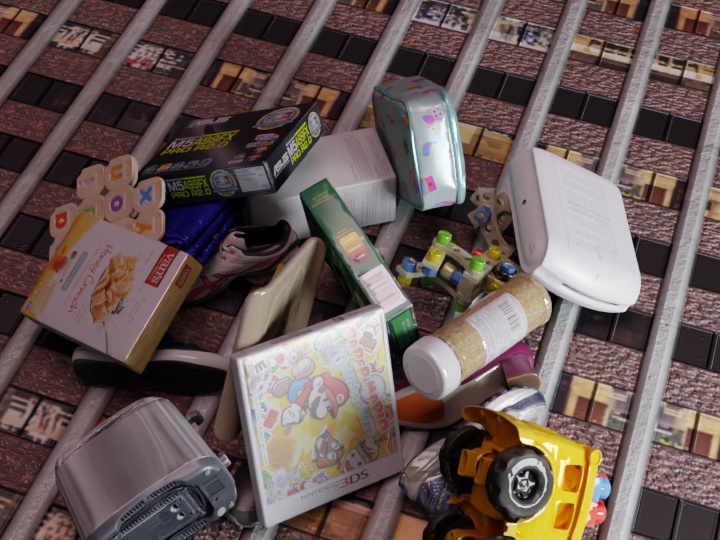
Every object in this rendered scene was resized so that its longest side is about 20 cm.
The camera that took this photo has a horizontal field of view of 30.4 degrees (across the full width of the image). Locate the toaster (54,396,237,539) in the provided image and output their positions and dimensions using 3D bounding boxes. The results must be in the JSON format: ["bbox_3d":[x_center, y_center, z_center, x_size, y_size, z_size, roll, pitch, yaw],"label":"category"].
[{"bbox_3d":[-0.239,0.232,1.415,0.199,0.114,0.129,-35,52,-7],"label":"toaster"}]

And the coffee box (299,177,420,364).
[{"bbox_3d":[0.000,0.000,1.540,0.044,0.123,0.201,-30,62,-8],"label":"coffee box"}]

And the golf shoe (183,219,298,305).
[{"bbox_3d":[-0.174,-0.019,1.651,0.197,0.093,0.073,-15,53,-12],"label":"golf shoe"}]

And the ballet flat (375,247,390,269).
[{"bbox_3d":[0.019,0.014,1.642,0.071,0.073,0.202,-15,51,-14],"label":"ballet flat"}]

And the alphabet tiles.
[{"bbox_3d":[-0.310,-0.037,1.626,0.193,0.015,0.203,-14,71,32],"label":"alphabet tiles"}]

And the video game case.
[{"bbox_3d":[-0.042,0.156,1.430,0.180,0.203,0.023,-18,23,-26],"label":"video game case"}]

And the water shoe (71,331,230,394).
[{"bbox_3d":[-0.241,0.092,1.565,0.197,0.072,0.080,5,51,3],"label":"water shoe"}]

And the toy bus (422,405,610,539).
[{"bbox_3d":[0.179,0.259,1.393,0.190,0.203,0.135,14,-1,-27],"label":"toy bus"}]

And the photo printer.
[{"bbox_3d":[0.267,-0.043,1.659,0.165,0.069,0.202,21,44,-26],"label":"photo printer"}]

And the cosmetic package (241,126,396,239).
[{"bbox_3d":[-0.061,-0.110,1.736,0.197,0.086,0.108,-11,49,-10],"label":"cosmetic package"}]

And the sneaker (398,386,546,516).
[{"bbox_3d":[0.140,0.211,1.485,0.199,0.077,0.085,-35,68,-18],"label":"sneaker"}]

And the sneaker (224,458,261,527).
[{"bbox_3d":[-0.084,0.198,1.476,0.075,0.080,0.200,31,57,21],"label":"sneaker"}]

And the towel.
[{"bbox_3d":[-0.250,-0.057,1.656,0.198,0.050,0.149,-2,43,35],"label":"towel"}]

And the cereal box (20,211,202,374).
[{"bbox_3d":[-0.292,0.022,1.545,0.198,0.040,0.145,18,73,37],"label":"cereal box"}]

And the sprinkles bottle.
[{"bbox_3d":[0.137,0.074,1.522,0.068,0.069,0.199,37,48,27],"label":"sprinkles bottle"}]

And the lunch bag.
[{"bbox_3d":[0.075,-0.162,1.711,0.076,0.163,0.200,-15,17,-9],"label":"lunch bag"}]

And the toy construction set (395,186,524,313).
[{"bbox_3d":[0.143,-0.019,1.650,0.130,0.093,0.200,27,43,18],"label":"toy construction set"}]

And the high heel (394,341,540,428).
[{"bbox_3d":[0.110,0.131,1.565,0.197,0.068,0.096,-8,25,-6],"label":"high heel"}]

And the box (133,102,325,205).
[{"bbox_3d":[-0.163,-0.145,1.656,0.197,0.045,0.161,-4,31,28],"label":"box"}]

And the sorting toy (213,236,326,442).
[{"bbox_3d":[-0.104,0.071,1.472,0.036,0.188,0.200,20,23,12],"label":"sorting toy"}]
